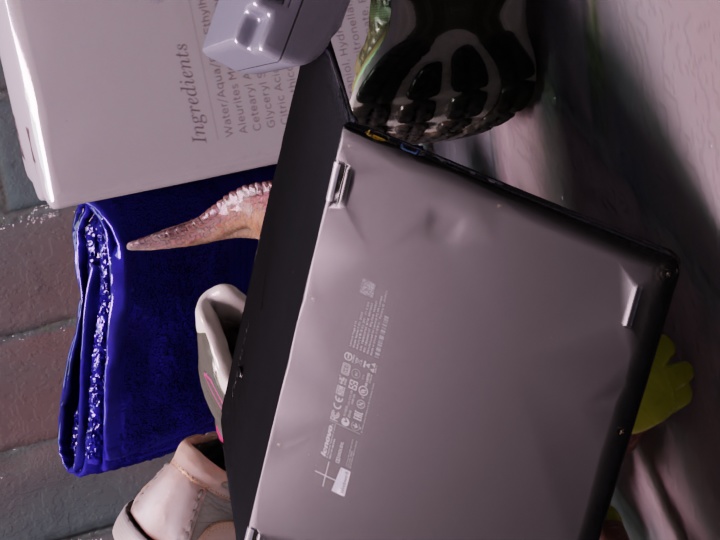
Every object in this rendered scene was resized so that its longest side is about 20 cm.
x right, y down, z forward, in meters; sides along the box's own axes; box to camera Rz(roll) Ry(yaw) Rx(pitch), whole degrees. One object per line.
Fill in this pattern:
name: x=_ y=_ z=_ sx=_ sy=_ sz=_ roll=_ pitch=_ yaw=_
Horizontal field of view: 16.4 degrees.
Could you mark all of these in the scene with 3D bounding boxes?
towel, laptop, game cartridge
towel: x=-0.052 y=0.018 z=1.219 sx=0.049 sy=0.199 sz=0.148 roll=34 pitch=127 yaw=41
laptop: x=0.022 y=0.030 z=0.921 sx=0.116 sy=0.199 sz=0.188 roll=-30 pitch=-42 yaw=-58
game cartridge: x=-0.004 y=-0.169 z=0.930 sx=0.133 sy=0.041 sz=0.201 roll=-165 pitch=96 yaw=-83

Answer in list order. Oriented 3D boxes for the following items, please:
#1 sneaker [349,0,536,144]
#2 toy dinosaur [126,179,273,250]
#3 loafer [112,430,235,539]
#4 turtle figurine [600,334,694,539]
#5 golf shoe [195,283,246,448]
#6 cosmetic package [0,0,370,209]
sneaker: x=0.033 y=-0.124 z=0.992 sx=0.200 sy=0.076 sz=0.089 roll=103 pitch=164 yaw=-57
toy dinosaur: x=0.000 y=0.000 z=1.111 sx=0.086 sy=0.199 sz=0.136 roll=-62 pitch=0 yaw=-18
loafer: x=-0.039 y=0.098 z=1.176 sx=0.072 sy=0.200 sz=0.063 roll=35 pitch=111 yaw=19
turtle figurine: x=0.075 y=0.049 z=0.954 sx=0.162 sy=0.064 sz=0.201 roll=95 pitch=160 yaw=-63
golf shoe: x=-0.003 y=0.078 z=1.032 sx=0.200 sy=0.077 sz=0.088 roll=32 pitch=158 yaw=39
cosmetic package: x=-0.069 y=-0.132 z=1.146 sx=0.165 sy=0.199 sz=0.166 roll=-153 pitch=52 yaw=-78
